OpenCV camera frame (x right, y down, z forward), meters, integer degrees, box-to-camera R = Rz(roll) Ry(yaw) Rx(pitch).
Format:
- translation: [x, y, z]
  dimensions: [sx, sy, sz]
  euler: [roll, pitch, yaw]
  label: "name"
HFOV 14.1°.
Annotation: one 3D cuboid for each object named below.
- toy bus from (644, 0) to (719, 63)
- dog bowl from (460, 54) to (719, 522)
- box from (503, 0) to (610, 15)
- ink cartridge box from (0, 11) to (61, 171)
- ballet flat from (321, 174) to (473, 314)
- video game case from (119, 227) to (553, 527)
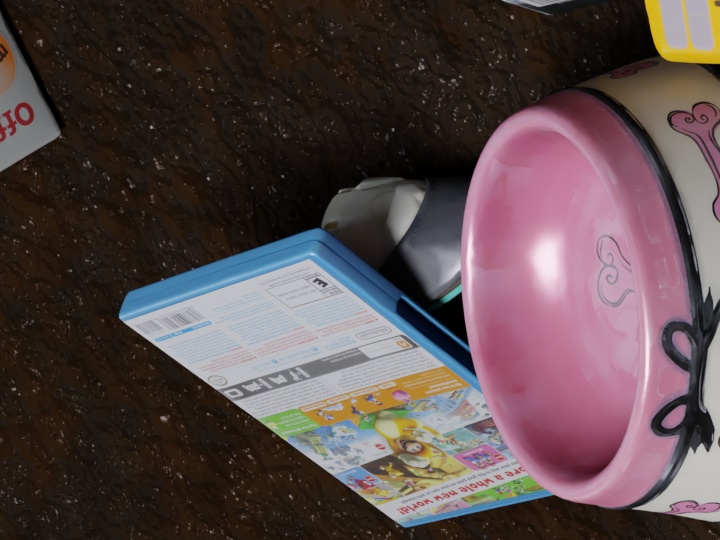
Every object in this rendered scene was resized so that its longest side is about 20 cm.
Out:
- translation: [0.175, -0.125, 1.148]
  dimensions: [0.200, 0.065, 0.078]
  euler: [6, 120, 39]
  label: "toy bus"
- translation: [0.109, 0.011, 1.218]
  dimensions: [0.200, 0.074, 0.200]
  euler: [174, 90, -66]
  label: "dog bowl"
- translation: [0.139, -0.185, 1.098]
  dimensions: [0.200, 0.040, 0.137]
  euler: [-10, 78, 37]
  label: "box"
- translation: [-0.282, -0.112, 1.497]
  dimensions: [0.145, 0.145, 0.200]
  euler: [-16, 105, 45]
  label: "ink cartridge box"
- translation: [0.000, 0.000, 1.370]
  dimensions: [0.073, 0.073, 0.200]
  euler: [53, 139, 2]
  label: "ballet flat"
- translation: [0.002, 0.055, 1.374]
  dimensions: [0.200, 0.018, 0.143]
  euler: [38, 144, -29]
  label: "video game case"
